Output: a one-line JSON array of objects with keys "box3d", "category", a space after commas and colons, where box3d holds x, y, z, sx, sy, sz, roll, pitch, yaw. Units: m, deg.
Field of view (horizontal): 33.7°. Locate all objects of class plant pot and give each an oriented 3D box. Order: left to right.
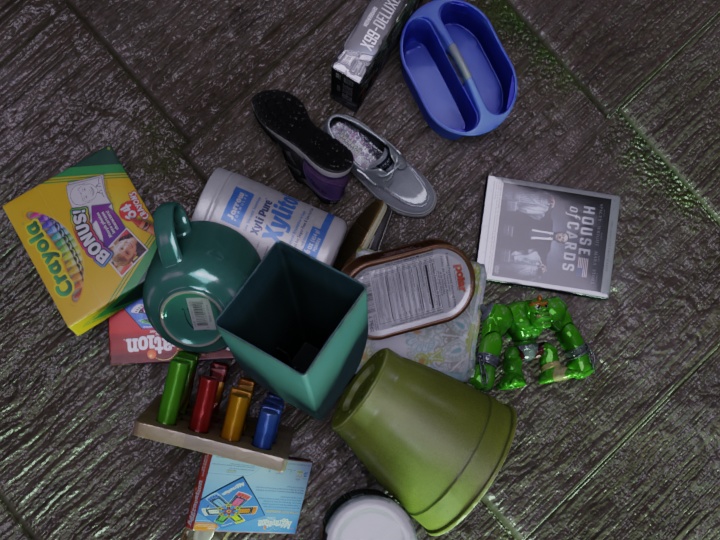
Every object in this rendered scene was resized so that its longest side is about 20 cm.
[{"box3d": [-0.073, 0.096, 1.530, 0.140, 0.201, 0.142, 26, 65, 23], "category": "plant pot"}, {"box3d": [0.071, 0.208, 1.568, 0.192, 0.200, 0.202, 36, 83, -8], "category": "plant pot"}]

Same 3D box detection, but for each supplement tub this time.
[{"box3d": [-0.129, -0.045, 1.639, 0.197, 0.132, 0.134, 23, 83, -1], "category": "supplement tub"}, {"box3d": [0.008, 0.352, 1.565, 0.120, 0.200, 0.125, 0, 84, -3], "category": "supplement tub"}]

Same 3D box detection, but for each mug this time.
[{"box3d": [-0.219, 0.022, 1.543, 0.184, 0.115, 0.152, 33, 121, -15], "category": "mug"}]

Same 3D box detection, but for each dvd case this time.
[{"box3d": [0.268, -0.047, 1.710, 0.196, 0.025, 0.153, 8, 84, -1], "category": "dvd case"}]

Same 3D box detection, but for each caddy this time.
[{"box3d": [0.137, -0.284, 1.689, 0.140, 0.105, 0.202, -28, 86, -4], "category": "caddy"}]

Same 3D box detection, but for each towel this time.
[{"box3d": [0.076, 0.064, 1.648, 0.196, 0.048, 0.175, 5, 97, -16], "category": "towel"}]

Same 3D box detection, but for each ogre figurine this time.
[{"box3d": [0.233, 0.099, 1.654, 0.196, 0.098, 0.122, -9, 79, -8], "category": "ogre figurine"}]

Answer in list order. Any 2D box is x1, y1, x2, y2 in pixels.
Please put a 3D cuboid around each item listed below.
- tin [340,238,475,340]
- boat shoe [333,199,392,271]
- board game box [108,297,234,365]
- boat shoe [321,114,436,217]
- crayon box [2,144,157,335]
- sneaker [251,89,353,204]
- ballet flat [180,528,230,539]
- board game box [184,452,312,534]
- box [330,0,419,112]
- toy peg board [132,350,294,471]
[{"box3d": [0.060, 0.027, 1.595, 0.197, 0.042, 0.114, -15, 107, -13], "category": "tin"}, {"box3d": [0.000, 0.000, 1.675, 0.064, 0.073, 0.202, 26, 90, -20], "category": "boat shoe"}, {"box3d": [-0.253, 0.075, 1.669, 0.196, 0.019, 0.105, -3, 85, -3], "category": "board game box"}, {"box3d": [0.025, -0.148, 1.687, 0.200, 0.072, 0.070, 39, 83, 2], "category": "boat shoe"}, {"box3d": [-0.369, -0.043, 1.646, 0.171, 0.058, 0.202, -31, 76, -9], "category": "crayon box"}, {"box3d": [-0.093, -0.170, 1.684, 0.075, 0.088, 0.200, -25, 58, -30], "category": "sneaker"}, {"box3d": [-0.184, 0.317, 1.628, 0.070, 0.065, 0.202, 26, 82, 3], "category": "ballet flat"}, {"box3d": [-0.144, 0.295, 1.580, 0.019, 0.199, 0.105, 11, 86, 39], "category": "board game box"}, {"box3d": [0.027, -0.335, 1.666, 0.049, 0.158, 0.202, 30, 84, 2], "category": "box"}, {"box3d": [-0.179, 0.174, 1.568, 0.196, 0.200, 0.100, 14, 94, -2], "category": "toy peg board"}]
